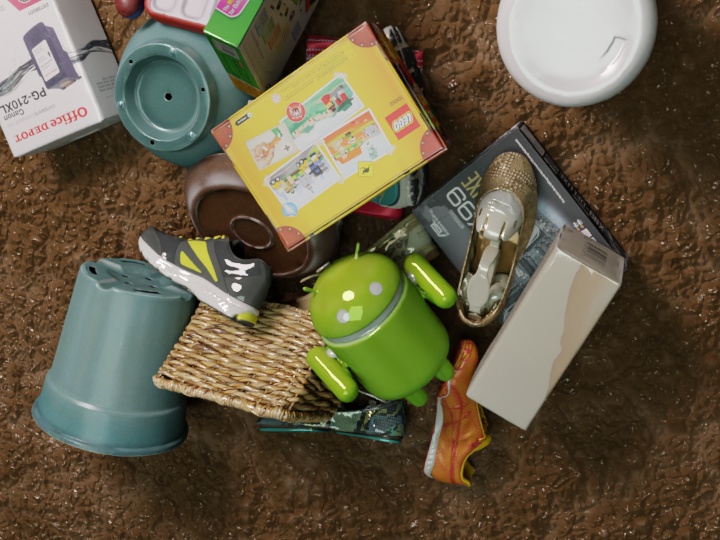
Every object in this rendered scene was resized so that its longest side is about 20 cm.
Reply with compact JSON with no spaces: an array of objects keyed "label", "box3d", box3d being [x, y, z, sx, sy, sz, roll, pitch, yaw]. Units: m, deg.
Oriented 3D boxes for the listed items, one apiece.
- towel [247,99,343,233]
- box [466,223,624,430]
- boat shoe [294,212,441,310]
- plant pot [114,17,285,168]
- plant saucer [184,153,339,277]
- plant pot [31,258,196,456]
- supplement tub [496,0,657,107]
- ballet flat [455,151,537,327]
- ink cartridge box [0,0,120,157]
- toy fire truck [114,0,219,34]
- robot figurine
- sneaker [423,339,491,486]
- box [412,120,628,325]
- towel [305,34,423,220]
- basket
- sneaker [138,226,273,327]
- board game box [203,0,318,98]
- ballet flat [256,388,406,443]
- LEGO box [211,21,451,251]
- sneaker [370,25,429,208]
[{"label":"towel","box3d":[-0.079,-0.099,1.114,0.131,0.035,0.201,18,137,6]},{"label":"box","box3d":[0.199,0.061,1.038,0.077,0.095,0.201,30,116,5]},{"label":"boat shoe","box3d":[0.000,0.000,1.149,0.199,0.073,0.063,-27,90,18]},{"label":"plant pot","box3d":[-0.200,-0.208,1.107,0.198,0.134,0.202,5,108,15]},{"label":"plant saucer","box3d":[-0.123,-0.054,1.132,0.198,0.032,0.201,16,145,12]},{"label":"plant pot","box3d":[-0.297,0.099,1.212,0.198,0.200,0.198,16,103,11]},{"label":"supplement tub","box3d":[0.214,-0.243,0.932,0.143,0.200,0.146,5,108,15]},{"label":"ballet flat","box3d":[0.147,-0.026,1.040,0.070,0.065,0.202,13,111,16]},{"label":"ink cartridge box","box3d":[-0.387,-0.258,1.175,0.144,0.084,0.202,-17,101,22]},{"label":"toy fire truck","box3d":[-0.198,-0.349,1.044,0.198,0.112,0.169,16,86,12]},{"label":"robot figurine","box3d":[0.022,0.063,1.067,0.175,0.116,0.200,-41,119,-4]},{"label":"sneaker","box3d":[0.126,0.171,1.166,0.076,0.073,0.202,11,120,10]},{"label":"box","box3d":[0.180,-0.042,1.088,0.157,0.050,0.200,-37,94,24]},{"label":"towel","box3d":[-0.007,-0.164,1.123,0.143,0.022,0.202,11,109,13]},{"label":"basket","box3d":[-0.122,0.133,1.155,0.198,0.150,0.143,9,144,25]},{"label":"sneaker","box3d":[-0.179,-0.008,1.141,0.199,0.074,0.085,31,84,26]},{"label":"board game box","box3d":[-0.082,-0.294,0.993,0.040,0.153,0.201,26,83,8]},{"label":"ballet flat","box3d":[-0.036,0.179,1.223,0.198,0.074,0.075,2,107,14]},{"label":"LEGO box","box3d":[-0.029,-0.139,0.994,0.199,0.077,0.150,-31,97,15]},{"label":"sneaker","box3d":[0.027,-0.167,1.066,0.079,0.077,0.202,4,106,22]}]
